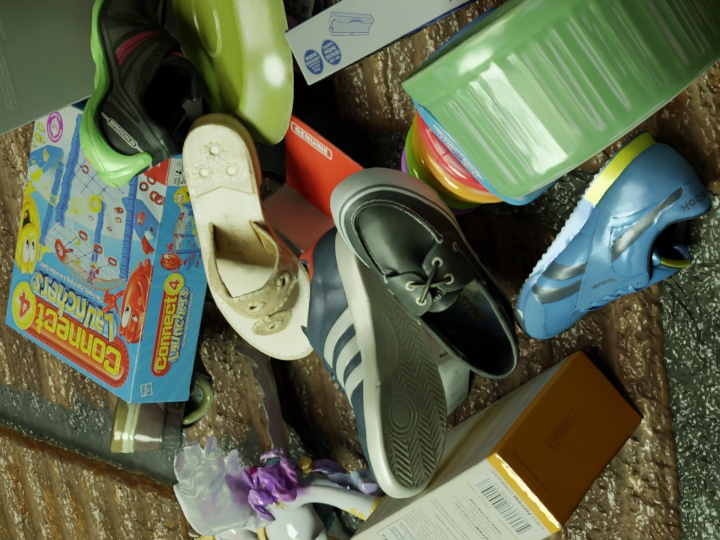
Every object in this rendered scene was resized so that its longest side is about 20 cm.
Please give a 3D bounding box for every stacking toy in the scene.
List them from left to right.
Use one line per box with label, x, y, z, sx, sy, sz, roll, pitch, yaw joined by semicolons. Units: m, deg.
stacking toy;0.068;-0.081;1.495;0.116;0.110;0.200;47;154;1

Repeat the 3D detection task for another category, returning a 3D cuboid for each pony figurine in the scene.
pony figurine;-0.062;0.180;1.751;0.199;0.167;0.194;13;130;24

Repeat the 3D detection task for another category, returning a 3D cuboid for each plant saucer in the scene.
plant saucer;-0.101;-0.186;1.587;0.200;0.031;0.202;163;90;-71

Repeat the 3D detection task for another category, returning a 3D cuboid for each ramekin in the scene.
ramekin;0.132;-0.132;1.313;0.098;0.200;0.200;54;140;-5

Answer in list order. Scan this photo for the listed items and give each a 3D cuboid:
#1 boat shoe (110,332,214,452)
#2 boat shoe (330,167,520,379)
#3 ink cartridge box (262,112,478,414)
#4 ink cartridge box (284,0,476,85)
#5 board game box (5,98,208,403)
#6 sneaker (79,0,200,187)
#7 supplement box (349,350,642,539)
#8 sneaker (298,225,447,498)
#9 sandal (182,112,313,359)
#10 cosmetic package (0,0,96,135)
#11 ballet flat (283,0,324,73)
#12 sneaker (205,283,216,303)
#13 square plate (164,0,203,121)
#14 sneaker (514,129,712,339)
boat shoe;-0.152;0.101;1.767;0.066;0.201;0.072;16;110;3
boat shoe;0.052;0.004;1.469;0.200;0.068;0.057;44;-163;-41
ink cartridge box;0.000;0.000;1.610;0.200;0.043;0.174;38;152;25
ink cartridge box;0.045;-0.187;1.445;0.199;0.094;0.044;-22;96;50
board game box;-0.194;-0.022;1.696;0.199;0.056;0.197;25;109;48
sneaker;-0.156;-0.146;1.610;0.083;0.201;0.077;-13;142;15
supplement box;0.096;0.153;1.561;0.074;0.126;0.200;47;141;-4
sneaker;0.002;0.066;1.550;0.084;0.075;0.202;-19;76;45
sandal;-0.088;-0.006;1.589;0.077;0.070;0.213;-10;118;14
cosmetic package;-0.261;-0.171;1.652;0.090;0.199;0.108;2;111;43
ballet flat;-0.032;-0.219;1.535;0.071;0.069;0.201;15;137;6
sneaker;-0.151;-0.011;1.762;0.199;0.076;0.115;37;140;39
square plate;-0.211;-0.228;1.740;0.199;0.028;0.200;19;126;38
sneaker;0.168;-0.003;1.447;0.078;0.066;0.201;44;137;13
